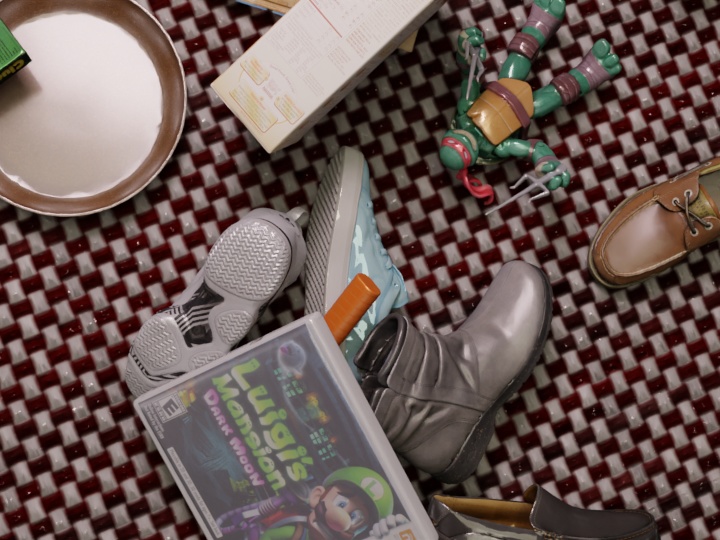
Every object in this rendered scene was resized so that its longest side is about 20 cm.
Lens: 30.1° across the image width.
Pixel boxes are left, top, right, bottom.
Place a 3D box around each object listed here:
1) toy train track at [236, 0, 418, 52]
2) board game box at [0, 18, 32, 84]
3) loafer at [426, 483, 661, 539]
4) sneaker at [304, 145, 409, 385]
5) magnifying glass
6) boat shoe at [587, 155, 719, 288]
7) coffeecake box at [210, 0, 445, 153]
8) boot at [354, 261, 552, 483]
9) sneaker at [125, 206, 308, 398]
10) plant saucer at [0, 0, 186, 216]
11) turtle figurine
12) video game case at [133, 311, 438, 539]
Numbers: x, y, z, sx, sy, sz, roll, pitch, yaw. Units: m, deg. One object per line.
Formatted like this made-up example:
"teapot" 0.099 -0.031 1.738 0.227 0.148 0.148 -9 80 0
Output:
"toy train track" -0.046 -0.228 1.154 0.198 0.033 0.116 18 100 3
"board game box" -0.368 -0.218 1.101 0.104 0.023 0.201 -36 76 -7
"loafer" 0.147 0.210 1.086 0.198 0.073 0.073 -6 103 -8
"sneaker" 0.000 0.000 1.116 0.081 0.074 0.203 7 84 -23
"magnifying glass" -0.051 0.085 1.066 0.201 0.022 0.080 -53 57 20
"boat shoe" 0.283 -0.055 1.147 0.199 0.068 0.072 -34 88 -9
"coffeecake box" -0.011 -0.190 1.060 0.200 0.154 0.073 -41 93 10
"boot" 0.070 0.064 1.074 0.131 0.069 0.202 32 77 -34
"sneaker" -0.110 0.027 1.094 0.075 0.115 0.200 40 114 1
"plant saucer" -0.245 -0.143 1.121 0.198 0.032 0.203 1 83 -6
"turtle figurine" 0.125 -0.140 1.127 0.200 0.100 0.150 -46 104 -25
"video game case" -0.061 0.155 1.040 0.181 0.023 0.201 -25 96 25
